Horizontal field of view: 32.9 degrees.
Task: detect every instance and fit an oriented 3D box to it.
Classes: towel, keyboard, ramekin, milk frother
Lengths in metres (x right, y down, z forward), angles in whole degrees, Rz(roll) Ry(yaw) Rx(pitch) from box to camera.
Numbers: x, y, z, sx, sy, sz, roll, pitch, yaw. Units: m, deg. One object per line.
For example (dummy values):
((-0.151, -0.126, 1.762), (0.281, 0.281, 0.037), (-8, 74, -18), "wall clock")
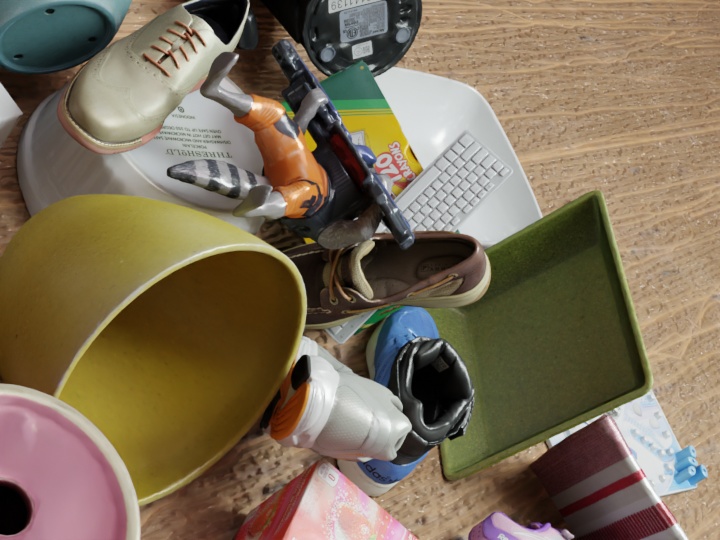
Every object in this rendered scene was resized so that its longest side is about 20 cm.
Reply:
((0.227, 0.223, 1.006), (0.023, 0.144, 0.201), (-27, 78, -24), "towel")
((0.036, -0.028, 0.987), (0.056, 0.200, 0.011), (44, -6, 15), "keyboard")
((-0.153, -0.083, 0.933), (0.201, 0.094, 0.204), (26, 43, -26), "ramekin")
((-0.051, -0.303, 1.101), (0.179, 0.201, 0.188), (-3, 34, -29), "milk frother")

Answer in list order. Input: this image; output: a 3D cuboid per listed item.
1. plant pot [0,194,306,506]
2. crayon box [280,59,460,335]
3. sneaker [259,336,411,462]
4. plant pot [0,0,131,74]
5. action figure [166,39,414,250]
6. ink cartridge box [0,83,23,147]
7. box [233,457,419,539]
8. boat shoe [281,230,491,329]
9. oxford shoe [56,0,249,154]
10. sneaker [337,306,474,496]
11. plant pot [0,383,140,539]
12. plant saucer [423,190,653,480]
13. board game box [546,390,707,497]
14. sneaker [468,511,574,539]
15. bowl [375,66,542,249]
((-0.155, 0.031, 0.782), (0.142, 0.201, 0.199), (39, 31, 30), "plant pot")
((-0.002, -0.062, 1.037), (0.201, 0.118, 0.058), (62, -1, 17), "crayon box")
((-0.016, 0.101, 0.858), (0.091, 0.076, 0.200), (24, 1, -7), "sneaker")
((-0.242, -0.225, 0.889), (0.199, 0.200, 0.136), (-2, 65, -45), "plant pot")
((-0.057, -0.085, 0.893), (0.193, 0.104, 0.201), (31, 25, -58), "action figure")
((-0.345, -0.140, 0.802), (0.201, 0.084, 0.145), (53, 38, 5), "ink cartridge box")
((-0.045, 0.234, 0.767), (0.103, 0.095, 0.200), (41, 38, -10), "box")
((0.000, 0.000, 0.941), (0.072, 0.198, 0.073), (62, 26, -70), "boat shoe")
((-0.143, -0.150, 0.862), (0.071, 0.074, 0.200), (42, 38, -8), "oxford shoe")
((0.051, 0.081, 0.977), (0.077, 0.111, 0.200), (39, 38, -11), "sneaker")
((-0.207, 0.155, 0.610), (0.199, 0.179, 0.201), (26, 44, -27), "plant pot")
((0.150, 0.061, 1.030), (0.048, 0.199, 0.201), (33, 38, -41), "plant saucer")
((0.239, 0.127, 1.189), (0.199, 0.026, 0.201), (1, 58, -43), "board game box")
((0.161, 0.248, 0.975), (0.199, 0.081, 0.089), (24, 36, -26), "sneaker")
((0.069, -0.092, 1.172), (0.199, 0.075, 0.201), (1, 57, -43), "bowl")
